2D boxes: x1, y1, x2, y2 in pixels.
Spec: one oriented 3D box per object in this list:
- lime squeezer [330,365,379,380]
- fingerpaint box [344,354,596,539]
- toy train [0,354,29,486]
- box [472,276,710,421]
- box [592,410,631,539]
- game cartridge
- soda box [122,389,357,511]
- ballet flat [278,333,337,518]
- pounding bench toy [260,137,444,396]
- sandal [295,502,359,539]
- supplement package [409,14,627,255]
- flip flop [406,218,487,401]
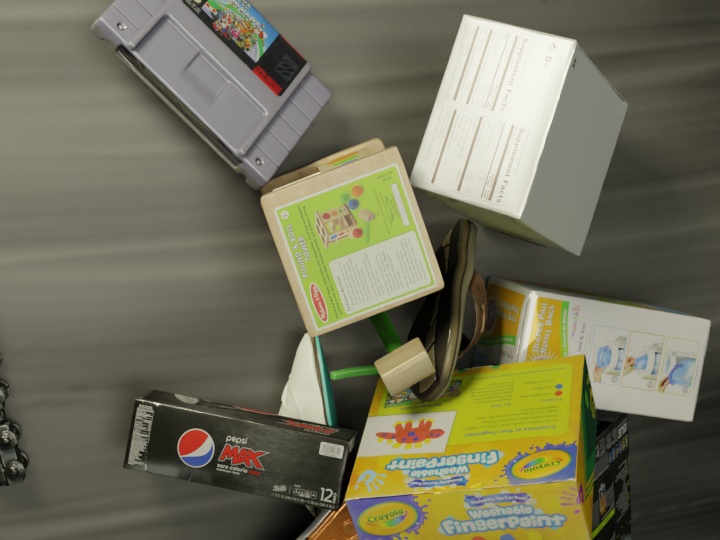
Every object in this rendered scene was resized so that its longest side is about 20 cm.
[{"bbox_3d":[0.057,0.118,1.231,0.199,0.038,0.071,35,97,-31],"label":"lime squeezer"},{"bbox_3d":[0.102,0.162,1.105,0.197,0.168,0.074,-9,120,17],"label":"fingerpaint box"},{"bbox_3d":[-0.335,0.093,1.109,0.045,0.034,0.203,-13,100,-4],"label":"toy train"},{"bbox_3d":[0.223,0.076,1.243,0.197,0.112,0.103,9,94,-18],"label":"box"},{"bbox_3d":[0.220,0.250,1.229,0.047,0.199,0.197,2,99,25],"label":"box"},{"bbox_3d":[-0.125,-0.185,1.121,0.200,0.038,0.130,44,59,-14],"label":"game cartridge"},{"bbox_3d":[-0.105,0.159,1.132,0.197,0.071,0.064,11,93,5],"label":"soda box"},{"bbox_3d":[-0.044,0.162,1.196,0.068,0.069,0.203,-18,101,-15],"label":"ballet flat"},{"bbox_3d":[0.000,0.000,1.137,0.123,0.156,0.203,-20,100,-2],"label":"pounding bench toy"},{"bbox_3d":[-0.034,0.275,1.155,0.079,0.059,0.208,35,91,-19],"label":"sandal"},{"bbox_3d":[0.149,-0.115,1.147,0.110,0.199,0.158,18,89,26],"label":"supplement package"},{"bbox_3d":[0.090,0.036,1.175,0.057,0.081,0.202,31,43,-15],"label":"flip flop"}]
